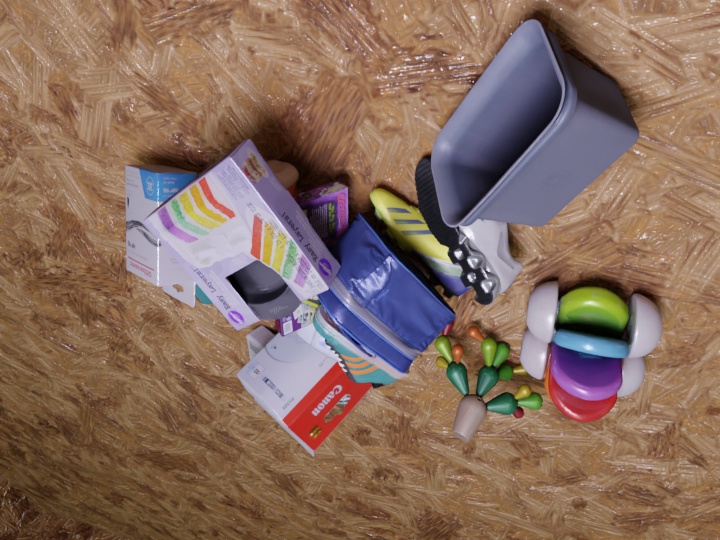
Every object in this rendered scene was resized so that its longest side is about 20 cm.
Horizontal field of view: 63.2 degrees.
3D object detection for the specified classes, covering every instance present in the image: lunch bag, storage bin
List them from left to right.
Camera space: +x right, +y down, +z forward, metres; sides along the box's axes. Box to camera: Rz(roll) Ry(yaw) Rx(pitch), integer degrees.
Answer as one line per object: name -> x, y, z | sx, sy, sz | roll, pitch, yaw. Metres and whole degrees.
lunch bag -> 0.026, 0.043, 0.798 | 0.132, 0.137, 0.199 | -44, 125, 7
storage bin -> 0.183, -0.141, 0.626 | 0.130, 0.150, 0.201 | 9, 145, -26

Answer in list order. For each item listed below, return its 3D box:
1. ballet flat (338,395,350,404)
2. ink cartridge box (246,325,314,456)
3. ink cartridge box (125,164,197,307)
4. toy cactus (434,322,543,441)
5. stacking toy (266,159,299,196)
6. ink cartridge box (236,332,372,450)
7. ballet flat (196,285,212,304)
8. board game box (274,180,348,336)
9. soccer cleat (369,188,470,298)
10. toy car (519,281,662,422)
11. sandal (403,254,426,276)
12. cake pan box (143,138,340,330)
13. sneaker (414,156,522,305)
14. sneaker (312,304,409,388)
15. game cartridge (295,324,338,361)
ballet flat -> -0.084, 0.236, 1.161 | 0.074, 0.066, 0.196 | 0, 168, -45
ink cartridge box -> -0.140, 0.229, 1.127 | 0.197, 0.044, 0.181 | 31, 135, 35
ink cartridge box -> -0.303, -0.051, 0.889 | 0.114, 0.065, 0.208 | 17, 107, 43
toy cactus -> 0.186, 0.186, 0.928 | 0.197, 0.167, 0.102 | 35, 158, -6
stacking toy -> -0.136, -0.039, 0.828 | 0.141, 0.147, 0.206 | 0, 117, 25
ink cartridge box -> -0.094, 0.182, 0.999 | 0.197, 0.160, 0.048 | 29, 151, 36
ballet flat -> -0.294, -0.028, 1.021 | 0.064, 0.070, 0.204 | 31, 142, 33
board game box -> -0.070, -0.013, 0.809 | 0.032, 0.117, 0.205 | 45, 144, 44
soccer cleat -> 0.094, -0.051, 0.815 | 0.083, 0.065, 0.200 | -42, 105, 15
toy car -> 0.307, 0.121, 0.802 | 0.169, 0.152, 0.204 | 10, 137, 16
sandal -> 0.001, -0.006, 0.891 | 0.200, 0.060, 0.081 | 17, 138, 9
cake pan box -> -0.145, -0.031, 0.725 | 0.181, 0.053, 0.202 | -20, 115, 35
sneaker -> 0.143, -0.065, 0.766 | 0.204, 0.087, 0.074 | 60, 158, -6
sneaker -> -0.011, 0.125, 0.883 | 0.079, 0.073, 0.199 | -37, 126, 21
game cartridge -> -0.009, 0.087, 0.961 | 0.194, 0.042, 0.137 | 22, 100, 3
